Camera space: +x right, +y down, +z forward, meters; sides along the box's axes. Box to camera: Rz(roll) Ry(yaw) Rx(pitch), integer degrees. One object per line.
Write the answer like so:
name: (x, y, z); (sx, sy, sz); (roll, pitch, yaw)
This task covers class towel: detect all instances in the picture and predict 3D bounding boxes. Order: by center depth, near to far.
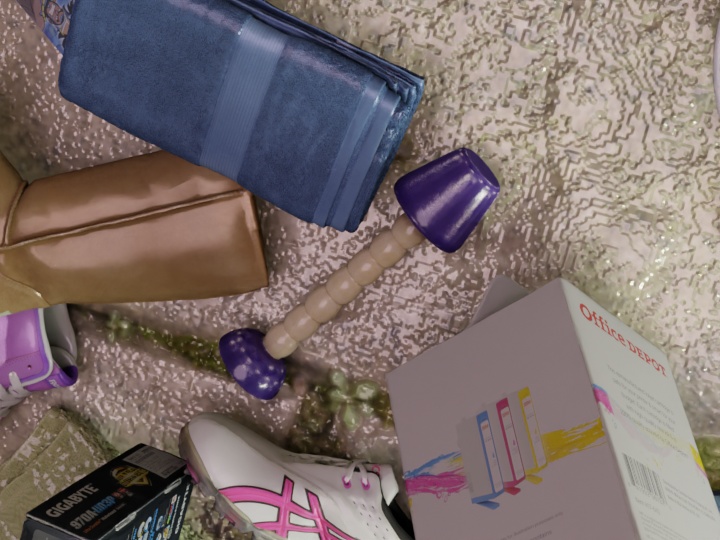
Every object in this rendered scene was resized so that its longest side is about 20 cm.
towel: (-0.072, -0.105, 0.780); (0.199, 0.049, 0.112); (26, 124, 0)
towel: (-0.177, 0.203, 0.919); (0.200, 0.036, 0.148); (45, 106, 4)

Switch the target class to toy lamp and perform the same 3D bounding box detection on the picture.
toy lamp: (0.000, 0.000, 0.831); (0.200, 0.058, 0.058); (-38, 89, 18)

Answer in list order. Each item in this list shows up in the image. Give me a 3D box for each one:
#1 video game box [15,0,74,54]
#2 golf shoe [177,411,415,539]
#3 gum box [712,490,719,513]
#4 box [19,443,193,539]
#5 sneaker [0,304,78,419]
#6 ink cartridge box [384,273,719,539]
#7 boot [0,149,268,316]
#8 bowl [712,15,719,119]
video game box: (-0.144, -0.227, 0.807); (0.200, 0.047, 0.182); (-41, 86, 32)
golf shoe: (-0.022, 0.144, 0.855); (0.200, 0.073, 0.092); (37, 100, -5)
gum box: (0.281, 0.232, 0.805); (0.169, 0.045, 0.201); (-2, 98, 15)
box: (-0.168, 0.220, 0.818); (0.046, 0.159, 0.201); (18, 102, 12)
sneaker: (-0.250, 0.087, 0.898); (0.114, 0.073, 0.201); (15, 103, 9)
ink cartridge box: (0.108, 0.113, 0.746); (0.125, 0.128, 0.201); (-31, 49, 25)
boot: (-0.168, -0.058, 0.836); (0.199, 0.066, 0.176); (-10, 107, 0)
bowl: (0.292, -0.107, 0.706); (0.200, 0.105, 0.202); (2, 95, 21)
